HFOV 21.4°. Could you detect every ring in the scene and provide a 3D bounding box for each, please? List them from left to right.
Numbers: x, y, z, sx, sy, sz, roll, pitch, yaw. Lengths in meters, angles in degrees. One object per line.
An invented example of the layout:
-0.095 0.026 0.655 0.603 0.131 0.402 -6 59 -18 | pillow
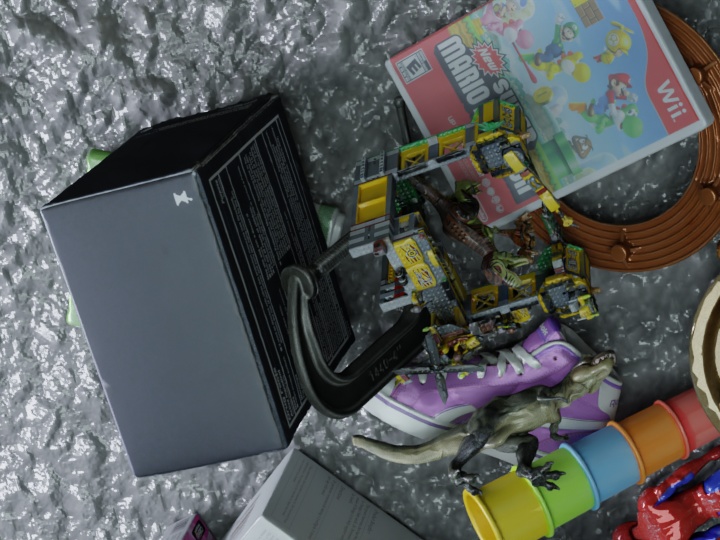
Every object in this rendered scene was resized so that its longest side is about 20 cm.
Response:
0.170 -0.091 1.315 0.200 0.019 0.201 12 115 28 | ring

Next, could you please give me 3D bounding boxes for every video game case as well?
0.125 -0.123 1.306 0.200 0.017 0.143 -26 95 36 | video game case

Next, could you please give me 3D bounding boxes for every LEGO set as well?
0.076 -0.003 1.286 0.153 0.116 0.200 -10 128 12 | LEGO set

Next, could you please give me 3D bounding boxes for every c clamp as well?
0.000 0.000 1.335 0.027 0.200 0.171 0 122 35 | c clamp

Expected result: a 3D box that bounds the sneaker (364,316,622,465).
0.095 0.074 1.407 0.200 0.073 0.115 17 111 -7 | sneaker

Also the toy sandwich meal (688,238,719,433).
0.316 0.060 1.308 0.204 0.070 0.206 5 109 15 | toy sandwich meal

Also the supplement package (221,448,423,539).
-0.014 0.257 1.471 0.200 0.117 0.117 36 113 -3 | supplement package

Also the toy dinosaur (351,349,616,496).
0.095 0.119 1.344 0.199 0.088 0.048 -19 127 6 | toy dinosaur

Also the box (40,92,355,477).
-0.107 0.006 1.319 0.123 0.198 0.201 -13 105 17 | box

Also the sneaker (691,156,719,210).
0.318 -0.106 1.296 0.115 0.076 0.201 22 122 -7 | sneaker

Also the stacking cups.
0.174 0.140 1.367 0.199 0.060 0.061 -25 106 -10 | stacking cups

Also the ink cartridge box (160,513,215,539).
-0.101 0.298 1.516 0.037 0.095 0.200 -26 104 19 | ink cartridge box

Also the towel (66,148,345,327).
-0.118 -0.004 1.442 0.199 0.031 0.150 15 111 8 | towel

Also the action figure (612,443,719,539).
0.276 0.163 1.413 0.200 0.052 0.066 -27 100 19 | action figure
